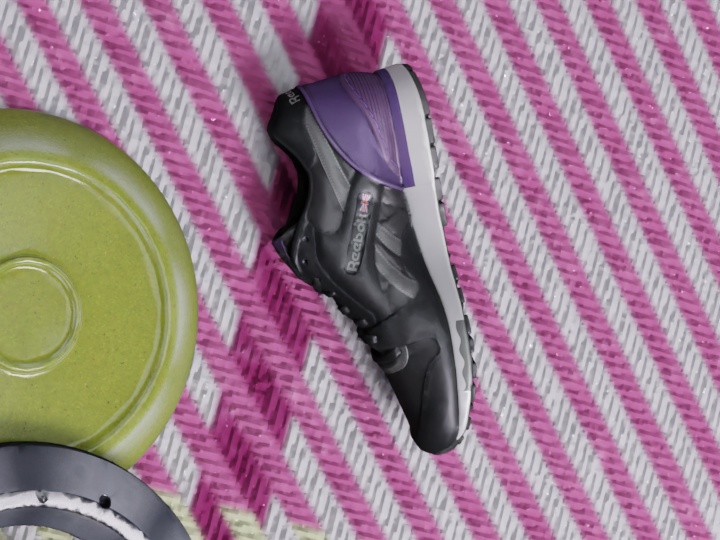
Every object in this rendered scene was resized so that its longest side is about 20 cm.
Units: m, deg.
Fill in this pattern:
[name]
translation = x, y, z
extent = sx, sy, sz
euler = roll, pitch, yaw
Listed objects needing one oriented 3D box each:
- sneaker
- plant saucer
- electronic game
[sneaker]
translation = 0.000, 0.000, 1.205
extent = 0.087, 0.076, 0.200
euler = -12, 91, -12
[plant saucer]
translation = -0.165, 0.021, 1.132
extent = 0.200, 0.031, 0.200
euler = 0, 90, -27
[electronic game]
translation = -0.166, 0.179, 1.119
extent = 0.200, 0.042, 0.200
euler = -4, 101, -23
